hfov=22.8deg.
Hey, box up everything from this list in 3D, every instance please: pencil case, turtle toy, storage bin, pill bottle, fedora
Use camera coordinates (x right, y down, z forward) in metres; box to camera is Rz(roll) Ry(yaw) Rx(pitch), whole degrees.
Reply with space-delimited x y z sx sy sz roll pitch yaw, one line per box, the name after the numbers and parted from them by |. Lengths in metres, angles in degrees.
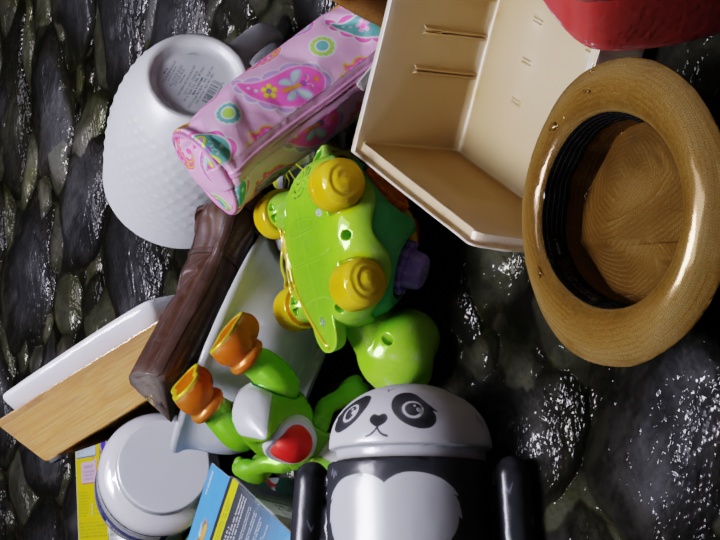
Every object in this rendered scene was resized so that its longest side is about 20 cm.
-0.052 -0.131 1.405 0.087 0.200 0.087 46 161 20 | pencil case
0.000 0.000 1.361 0.146 0.101 0.200 -20 82 62 | turtle toy
0.097 -0.138 1.231 0.199 0.094 0.200 43 124 54 | storage bin
-0.186 0.190 1.633 0.200 0.111 0.111 129 139 -74 | pill bottle
0.179 -0.034 1.088 0.200 0.082 0.201 -8 81 60 | fedora

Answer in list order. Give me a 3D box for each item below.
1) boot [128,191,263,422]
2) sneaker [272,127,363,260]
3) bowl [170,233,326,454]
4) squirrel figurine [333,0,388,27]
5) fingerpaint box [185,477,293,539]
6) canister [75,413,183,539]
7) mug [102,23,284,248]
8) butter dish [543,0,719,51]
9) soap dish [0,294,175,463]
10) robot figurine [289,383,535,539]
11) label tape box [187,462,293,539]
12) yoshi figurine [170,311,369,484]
-0.141 0.039 1.488 0.186 0.064 0.200 103 -174 -70 | boot
-0.032 -0.070 1.473 0.085 0.074 0.200 -59 40 39 | sneaker
-0.079 0.075 1.492 0.201 0.090 0.201 23 -90 -88 | bowl
-0.001 -0.314 1.326 0.187 0.200 0.142 -49 35 30 | squirrel figurine
-0.107 0.307 1.575 0.200 0.073 0.167 -57 42 42 | fingerpaint box
-0.237 0.187 1.807 0.148 0.086 0.200 -17 74 58 | canister
-0.136 -0.141 1.582 0.148 0.200 0.175 36 153 9 | mug
0.170 -0.197 1.055 0.148 0.200 0.200 91 161 -51 | butter dish
-0.215 0.098 1.649 0.200 0.157 0.081 -31 83 20 | soap dish
0.035 0.181 1.276 0.125 0.150 0.200 150 122 -68 | robot figurine
-0.081 0.252 1.416 0.200 0.063 0.144 27 100 66 | label tape box
-0.044 0.124 1.390 0.112 0.200 0.112 -55 9 -33 | yoshi figurine
